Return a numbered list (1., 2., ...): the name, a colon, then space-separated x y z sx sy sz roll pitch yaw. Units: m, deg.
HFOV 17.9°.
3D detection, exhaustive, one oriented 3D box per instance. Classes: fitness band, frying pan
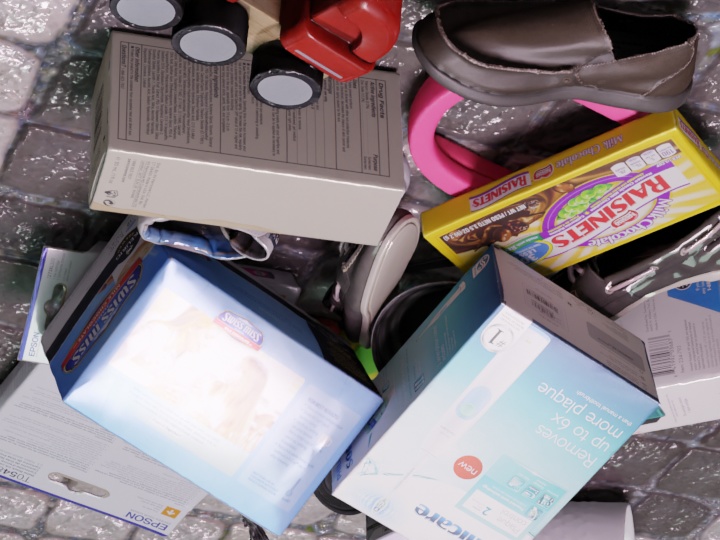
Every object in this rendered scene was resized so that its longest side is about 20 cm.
1. fitness band: 0.124 -0.092 1.582 0.200 0.038 0.144 21 139 -33
2. frying pan: 0.086 0.082 1.684 0.115 0.031 0.190 -27 114 22

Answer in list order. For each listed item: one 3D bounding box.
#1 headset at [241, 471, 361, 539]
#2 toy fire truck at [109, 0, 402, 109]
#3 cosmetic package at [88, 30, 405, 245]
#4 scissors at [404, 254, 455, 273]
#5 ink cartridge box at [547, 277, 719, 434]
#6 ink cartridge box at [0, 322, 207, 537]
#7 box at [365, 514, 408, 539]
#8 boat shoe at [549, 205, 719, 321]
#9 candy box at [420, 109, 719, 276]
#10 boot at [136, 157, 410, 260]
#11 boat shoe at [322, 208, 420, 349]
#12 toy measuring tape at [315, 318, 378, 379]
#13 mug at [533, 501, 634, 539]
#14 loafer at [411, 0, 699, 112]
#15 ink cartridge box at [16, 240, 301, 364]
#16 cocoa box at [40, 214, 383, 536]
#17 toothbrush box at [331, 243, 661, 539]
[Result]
1. headset: -0.005 0.170 1.869 0.199 0.094 0.124 -16 -173 4
2. toy fire truck: -0.027 -0.208 1.348 0.200 0.129 0.176 -21 143 41
3. cosmetic package: -0.076 -0.087 1.516 0.199 0.104 0.073 9 145 -14
4. scissors: 0.114 -0.020 1.709 0.199 0.014 0.073 0 148 -2
5. ink cartridge box: 0.184 0.064 1.743 0.199 0.116 0.067 -11 145 13
6. ink cartridge box: -0.198 0.128 1.860 0.199 0.041 0.200 23 138 -21
7. box: 0.080 0.180 1.833 0.156 0.041 0.200 -26 -173 2
8. boat shoe: 0.202 -0.010 1.661 0.200 0.067 0.057 -21 119 19
9. candy box: 0.153 -0.046 1.600 0.200 0.026 0.102 -23 144 24
10. boot: -0.061 -0.045 1.584 0.199 0.096 0.074 5 145 -12
11. boat shoe: 0.000 0.000 1.657 0.057 0.067 0.200 36 160 11
12. toy measuring tape: 0.002 0.073 1.774 0.199 0.074 0.074 -2 146 8
13. mug: 0.157 0.281 2.056 0.175 0.148 0.200 -1 177 11
14. loafer: 0.130 -0.152 1.473 0.199 0.073 0.071 1 141 -21
15. ink cartridge box: -0.151 0.035 1.709 0.199 0.037 0.095 9 110 -19
16. cocoa box: -0.108 0.071 1.642 0.200 0.131 0.133 35 98 -23
17. toothbrush box: 0.092 0.105 1.633 0.146 0.085 0.200 33 115 -19
